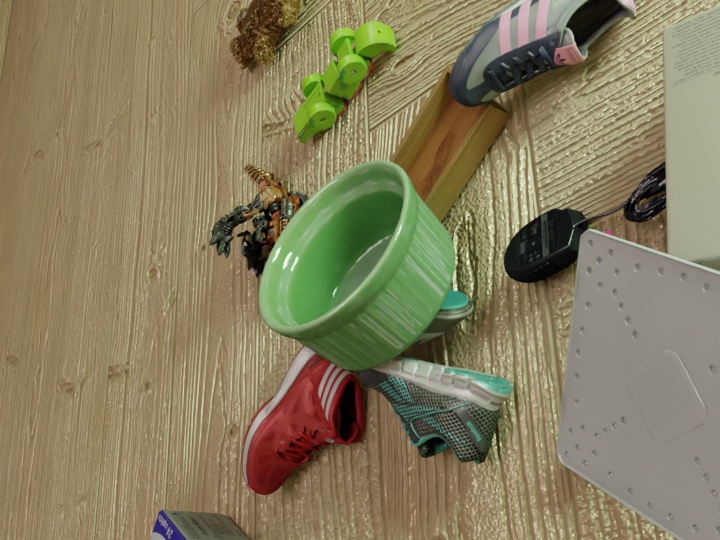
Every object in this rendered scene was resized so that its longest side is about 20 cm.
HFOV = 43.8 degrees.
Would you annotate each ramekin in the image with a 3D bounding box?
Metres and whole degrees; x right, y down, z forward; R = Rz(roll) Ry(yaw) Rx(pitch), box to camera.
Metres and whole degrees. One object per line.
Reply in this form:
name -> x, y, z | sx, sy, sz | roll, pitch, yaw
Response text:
ramekin -> 0.000, 0.000, 0.893 | 0.198, 0.097, 0.202 | -32, 35, 26

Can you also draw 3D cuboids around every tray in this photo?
tray -> 0.076, -0.113, 0.986 | 0.202, 0.037, 0.099 | -57, 39, 20

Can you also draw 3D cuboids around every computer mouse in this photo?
computer mouse -> 0.210, -0.040, 0.792 | 0.198, 0.034, 0.059 | -28, 39, 39

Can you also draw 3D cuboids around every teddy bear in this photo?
teddy bear -> -0.141, -0.384, 1.367 | 0.200, 0.066, 0.147 | -43, 36, 44

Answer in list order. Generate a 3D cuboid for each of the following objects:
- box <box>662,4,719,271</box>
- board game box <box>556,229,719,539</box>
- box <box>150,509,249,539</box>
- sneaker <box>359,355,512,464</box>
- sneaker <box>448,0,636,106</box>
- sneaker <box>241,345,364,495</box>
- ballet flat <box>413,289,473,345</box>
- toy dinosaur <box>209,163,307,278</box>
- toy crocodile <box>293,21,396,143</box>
box -> 0.282, -0.097, 0.679 | 0.081, 0.068, 0.204 | -13, 67, 50
board game box -> 0.230, 0.090, 0.655 | 0.199, 0.025, 0.204 | 28, 121, 54
box -> -0.197, 0.425, 1.085 | 0.183, 0.104, 0.204 | 21, 94, 54
sneaker -> 0.060, 0.135, 0.884 | 0.199, 0.077, 0.093 | 7, 86, 55
sneaker -> 0.170, -0.215, 0.851 | 0.199, 0.070, 0.083 | -40, 48, 24
sneaker -> -0.066, 0.191, 1.025 | 0.115, 0.077, 0.203 | 40, 110, 53
ballet flat -> 0.052, 0.044, 0.949 | 0.199, 0.066, 0.065 | 18, 118, 55
toy dinosaur -> -0.123, -0.067, 1.211 | 0.135, 0.102, 0.201 | -40, 28, 17
toy crocodile -> -0.027, -0.243, 1.161 | 0.200, 0.061, 0.068 | -49, 43, 36
